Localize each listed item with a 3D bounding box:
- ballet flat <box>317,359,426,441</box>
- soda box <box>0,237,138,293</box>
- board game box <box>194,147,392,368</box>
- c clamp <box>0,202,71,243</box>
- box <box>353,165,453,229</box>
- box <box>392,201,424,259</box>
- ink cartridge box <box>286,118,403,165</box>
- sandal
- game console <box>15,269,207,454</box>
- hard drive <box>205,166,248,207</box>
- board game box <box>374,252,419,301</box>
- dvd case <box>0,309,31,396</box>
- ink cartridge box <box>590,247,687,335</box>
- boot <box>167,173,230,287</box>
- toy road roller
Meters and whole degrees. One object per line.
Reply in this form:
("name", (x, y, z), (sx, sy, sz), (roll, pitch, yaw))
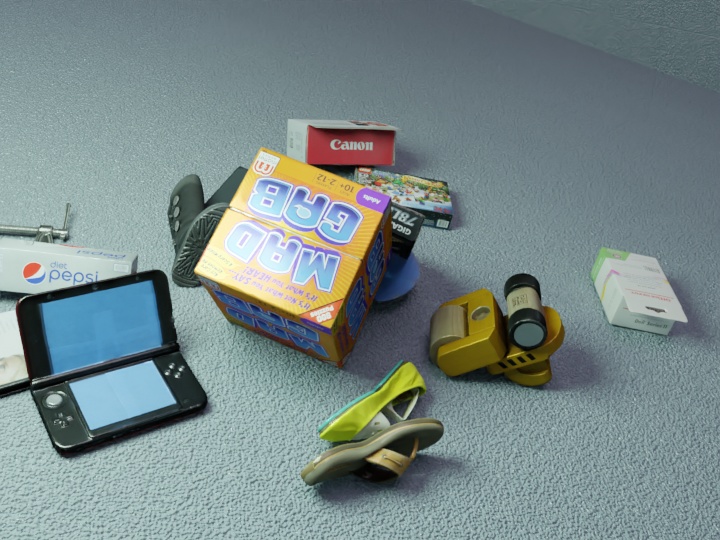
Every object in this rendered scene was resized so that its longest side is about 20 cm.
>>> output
("ballet flat", (0.026, 0.188, 1.024), (0.067, 0.067, 0.199), (48, 41, 10))
("soda box", (-0.431, 0.000, 1.103), (0.198, 0.064, 0.068), (7, 12, -10))
("board game box", (-0.082, -0.012, 1.072), (0.198, 0.200, 0.201), (21, 70, 11))
("c clamp", (-0.559, -0.049, 1.182), (0.198, 0.027, 0.172), (1, 42, -21))
("box", (0.083, -0.150, 1.532), (0.198, 0.038, 0.137), (9, 35, -7))
("box", (-0.001, -0.087, 1.214), (0.198, 0.050, 0.199), (23, -8, 2))
("ink cartridge box", (-0.034, -0.263, 1.561), (0.198, 0.085, 0.175), (-3, 16, -22))
("sandal", (0.021, 0.238, 0.940), (0.198, 0.081, 0.054), (-12, 57, -30))
("game console", (-0.311, 0.109, 0.960), (0.198, 0.120, 0.172), (-14, 43, -33))
("hard drive", (-0.171, -0.100, 1.340), (0.199, 0.033, 0.140), (25, 57, 15))
("board game box", (0.000, 0.000, 1.295), (0.198, 0.039, 0.158), (20, 40, 10))
("dvd case", (-0.460, 0.105, 1.002), (0.199, 0.018, 0.143), (-15, 44, -36))
("ink cartridge box", (0.504, 0.047, 1.377), (0.116, 0.068, 0.201), (11, 34, -5))
("boot", (-0.262, -0.094, 1.233), (0.065, 0.165, 0.201), (29, 26, -30))
("toy road roller", (0.216, 0.113, 1.167), (0.198, 0.147, 0.123), (-19, 30, 19))
